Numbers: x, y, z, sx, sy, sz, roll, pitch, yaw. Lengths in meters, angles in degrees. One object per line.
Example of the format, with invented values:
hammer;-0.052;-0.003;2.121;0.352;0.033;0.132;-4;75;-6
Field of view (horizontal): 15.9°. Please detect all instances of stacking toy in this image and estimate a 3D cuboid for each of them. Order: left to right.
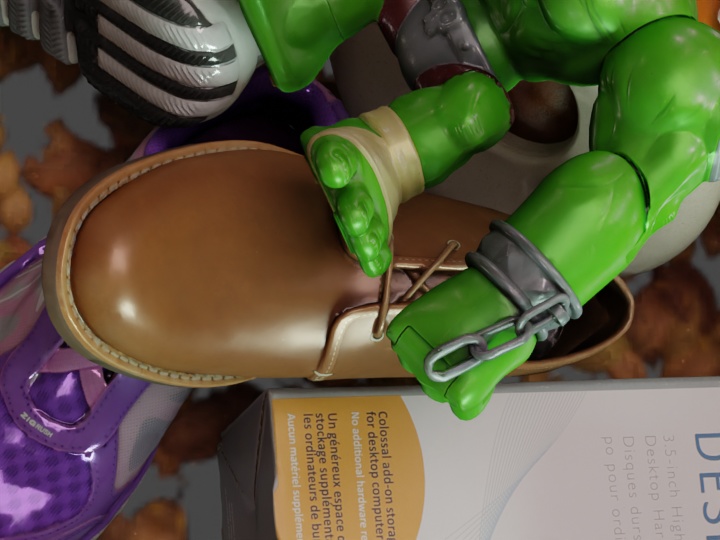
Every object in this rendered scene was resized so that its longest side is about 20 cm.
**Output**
stacking toy;0.096;-0.104;0.856;0.146;0.146;0.200;45;53;1

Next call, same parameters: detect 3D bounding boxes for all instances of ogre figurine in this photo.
ogre figurine;0.031;-0.072;0.705;0.120;0.098;0.200;-25;49;-1

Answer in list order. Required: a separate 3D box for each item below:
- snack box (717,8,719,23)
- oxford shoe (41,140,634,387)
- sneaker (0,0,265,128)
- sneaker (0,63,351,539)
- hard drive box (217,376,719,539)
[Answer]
snack box;0.194;-0.130;0.788;0.200;0.072;0.024;-45;118;-27
oxford shoe;0.000;0.000;0.741;0.200;0.071;0.071;2;92;-42
sneaker;-0.078;-0.124;0.819;0.200;0.075;0.115;38;51;26
sneaker;-0.068;0.007;0.786;0.080;0.088;0.200;41;69;-3
hard drive box;0.064;0.115;0.797;0.200;0.077;0.156;-2;75;-16
